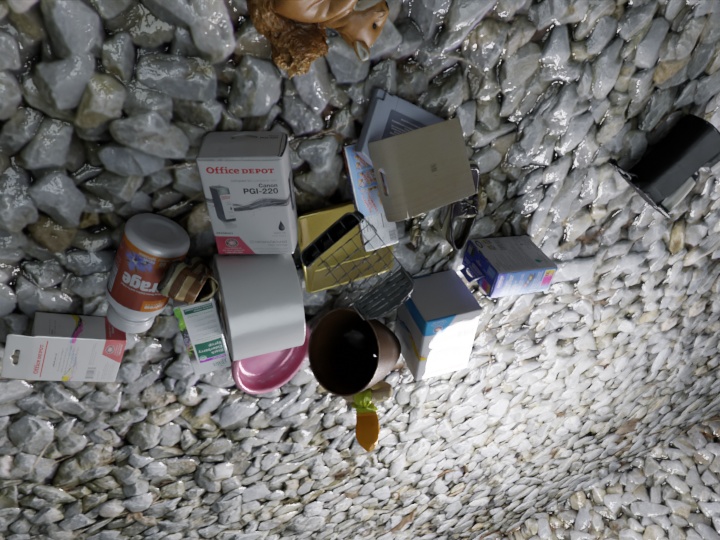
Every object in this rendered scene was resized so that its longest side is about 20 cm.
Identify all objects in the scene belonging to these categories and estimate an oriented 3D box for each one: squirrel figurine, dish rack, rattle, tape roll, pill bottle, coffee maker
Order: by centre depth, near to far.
[{"bbox_3d":[-0.059,-0.385,0.851,0.199,0.143,0.186,-33,147,25],"label":"squirrel figurine"},{"bbox_3d":[-0.385,0.010,1.026,0.111,0.113,0.202,11,123,-32],"label":"pill bottle"},{"bbox_3d":[0.000,0.000,1.092,0.153,0.055,0.201,-36,95,30],"label":"dish rack"},{"bbox_3d":[-0.195,0.057,1.096,0.137,0.204,0.205,-10,132,-18],"label":"tape roll"},{"bbox_3d":[0.718,-0.250,1.319,0.191,0.135,0.200,27,113,-39],"label":"coffee maker"},{"bbox_3d":[0.012,0.323,1.395,0.128,0.200,0.145,-21,96,-18],"label":"rattle"}]

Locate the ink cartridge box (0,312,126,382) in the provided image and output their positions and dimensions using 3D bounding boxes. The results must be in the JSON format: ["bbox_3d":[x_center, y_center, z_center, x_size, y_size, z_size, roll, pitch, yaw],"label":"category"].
[{"bbox_3d":[-0.559,0.146,1.091,0.197,0.068,0.117,9,124,-33],"label":"ink cartridge box"}]

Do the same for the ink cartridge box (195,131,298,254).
[{"bbox_3d":[-0.188,-0.130,0.994,0.143,0.086,0.202,-1,130,1],"label":"ink cartridge box"}]

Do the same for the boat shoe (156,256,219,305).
[{"bbox_3d":[-0.289,0.027,1.010,0.073,0.200,0.076,30,95,-2],"label":"boat shoe"}]

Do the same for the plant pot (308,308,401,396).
[{"bbox_3d":[0.009,0.185,1.335,0.187,0.188,0.199,-47,155,18],"label":"plant pot"}]

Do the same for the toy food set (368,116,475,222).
[{"bbox_3d":[0.117,-0.186,1.053,0.198,0.060,0.146,-22,105,-25],"label":"toy food set"}]

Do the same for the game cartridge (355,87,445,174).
[{"bbox_3d":[0.086,-0.235,1.064,0.198,0.041,0.135,14,102,-34],"label":"game cartridge"}]

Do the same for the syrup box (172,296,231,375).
[{"bbox_3d":[-0.320,0.113,1.169,0.077,0.082,0.202,-13,132,-13],"label":"syrup box"}]

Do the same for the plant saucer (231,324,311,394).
[{"bbox_3d":[-0.201,0.178,1.275,0.199,0.051,0.203,-26,135,-29],"label":"plant saucer"}]

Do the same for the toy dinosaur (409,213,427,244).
[{"bbox_3d":[0.127,-0.146,1.187,0.087,0.048,0.202,-2,130,-43],"label":"toy dinosaur"}]

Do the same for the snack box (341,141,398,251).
[{"bbox_3d":[0.020,-0.142,1.092,0.071,0.024,0.203,-16,107,-12],"label":"snack box"}]

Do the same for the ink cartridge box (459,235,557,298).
[{"bbox_3d":[0.330,-0.011,1.336,0.197,0.137,0.077,-4,127,-23],"label":"ink cartridge box"}]

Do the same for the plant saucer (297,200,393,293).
[{"bbox_3d":[-0.032,-0.063,1.179,0.197,0.049,0.202,-15,133,-12],"label":"plant saucer"}]

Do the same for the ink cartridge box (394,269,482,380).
[{"bbox_3d":[0.178,0.131,1.380,0.144,0.147,0.202,-11,132,-18],"label":"ink cartridge box"}]

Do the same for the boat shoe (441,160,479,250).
[{"bbox_3d":[0.222,-0.133,1.229,0.071,0.065,0.202,-5,129,-19],"label":"boat shoe"}]
